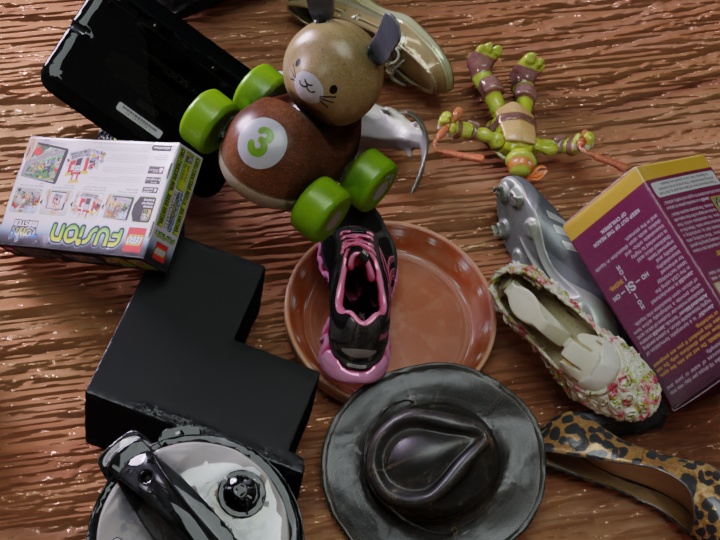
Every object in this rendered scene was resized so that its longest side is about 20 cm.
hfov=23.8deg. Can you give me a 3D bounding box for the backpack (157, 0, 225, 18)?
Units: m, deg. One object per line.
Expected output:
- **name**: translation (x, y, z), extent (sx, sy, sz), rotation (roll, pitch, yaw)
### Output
- **backpack**: translation (-0.149, -0.371, 1.775), extent (0.198, 0.135, 0.184), rotation (-20, 63, -21)

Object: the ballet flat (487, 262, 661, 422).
- **ballet flat**: translation (0.182, 0.064, 1.533), extent (0.200, 0.064, 0.076), rotation (41, 99, 31)

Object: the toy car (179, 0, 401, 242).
- **toy car**: translation (-0.037, -0.161, 1.499), extent (0.164, 0.201, 0.157), rotation (38, 38, 14)

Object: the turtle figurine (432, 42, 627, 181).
- **turtle figurine**: translation (0.161, -0.146, 1.708), extent (0.197, 0.065, 0.163), rotation (4, 52, -9)

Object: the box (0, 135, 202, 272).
- **box**: translation (-0.239, -0.062, 1.545), extent (0.198, 0.035, 0.111), rotation (6, 74, 38)

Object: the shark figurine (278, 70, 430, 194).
- **shark figurine**: translation (0.005, -0.125, 1.663), extent (0.213, 0.128, 0.090), rotation (27, 98, 34)

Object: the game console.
- **game console**: translation (-0.194, -0.183, 1.645), extent (0.199, 0.116, 0.177), rotation (34, 71, -14)

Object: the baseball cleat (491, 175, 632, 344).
- **baseball cleat**: translation (0.203, -0.008, 1.635), extent (0.105, 0.070, 0.201), rotation (-12, 64, -30)

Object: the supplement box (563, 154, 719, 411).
- **supplement box**: translation (0.298, 0.008, 1.557), extent (0.130, 0.103, 0.201), rotation (-10, 66, -50)

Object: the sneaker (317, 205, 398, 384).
- **sneaker**: translation (0.000, 0.000, 1.538), extent (0.078, 0.096, 0.202), rotation (0, 50, -4)

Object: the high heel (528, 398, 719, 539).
- **high heel**: translation (0.239, 0.198, 1.491), extent (0.141, 0.072, 0.201), rotation (-13, 46, -19)

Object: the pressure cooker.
- **pressure cooker**: translation (-0.128, 0.220, 1.347), extent (0.174, 0.200, 0.181), rotation (6, 70, 0)

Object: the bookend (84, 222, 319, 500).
- **bookend**: translation (-0.116, 0.083, 1.514), extent (0.197, 0.092, 0.201), rotation (19, 56, 4)

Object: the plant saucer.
- **plant saucer**: translation (0.027, 0.045, 1.590), extent (0.198, 0.032, 0.202), rotation (3, 57, -5)

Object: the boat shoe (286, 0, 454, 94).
- **boat shoe**: translation (0.012, -0.234, 1.744), extent (0.063, 0.073, 0.200), rotation (-40, 67, -19)

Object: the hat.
- **hat**: translation (0.063, 0.159, 1.469), extent (0.198, 0.081, 0.203), rotation (-1, 70, 2)

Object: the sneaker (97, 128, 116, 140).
- **sneaker**: translation (-0.207, -0.115, 1.650), extent (0.084, 0.078, 0.202), rotation (11, 55, -22)
